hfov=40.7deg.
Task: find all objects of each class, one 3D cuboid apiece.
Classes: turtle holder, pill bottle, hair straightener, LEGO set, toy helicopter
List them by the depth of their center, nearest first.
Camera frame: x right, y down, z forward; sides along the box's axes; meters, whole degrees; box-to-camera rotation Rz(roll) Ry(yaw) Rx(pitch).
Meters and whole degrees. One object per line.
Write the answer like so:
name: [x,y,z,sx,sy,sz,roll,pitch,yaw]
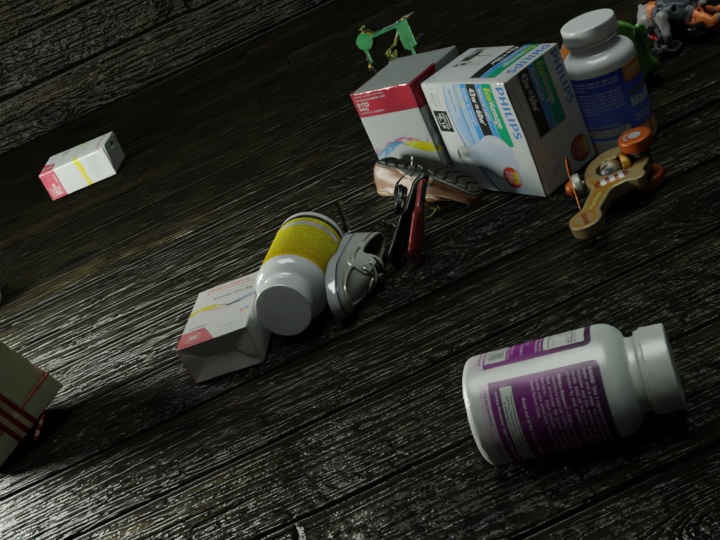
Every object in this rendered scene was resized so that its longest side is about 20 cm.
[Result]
pill bottle: [0.209,0.117,0.951,0.198,0.113,0.113,-16,26,19]
toy helicopter: [0.326,-0.110,1.329,0.131,0.079,0.200,-4,36,39]
pill bottle: [-0.092,0.005,1.439,0.111,0.113,0.201,-15,26,19]
pill bottle: [0.373,-0.286,1.473,0.111,0.202,0.112,-20,25,10]
hair straightener: [0.062,-0.093,1.494,0.076,0.041,0.202,-12,55,29]
turtle holder: [0.419,-0.360,1.649,0.185,0.142,0.131,-36,26,-19]
LEGO set: [0.087,-0.464,2.107,0.153,0.201,0.116,-29,14,24]

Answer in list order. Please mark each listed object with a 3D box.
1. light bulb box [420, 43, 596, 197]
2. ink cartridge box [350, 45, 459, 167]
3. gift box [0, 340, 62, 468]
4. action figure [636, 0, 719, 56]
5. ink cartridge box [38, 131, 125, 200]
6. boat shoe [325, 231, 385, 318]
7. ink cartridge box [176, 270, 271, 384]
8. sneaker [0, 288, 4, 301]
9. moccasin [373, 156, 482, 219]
light bulb box: [0.229,-0.235,1.510,0.124,0.200,0.199,-38,27,-23]
ink cartridge box: [0.109,-0.251,1.652,0.144,0.202,0.145,-1,33,45]
gift box: [-0.584,0.193,1.453,0.201,0.187,0.184,-54,34,-13]
action figure: [0.596,-0.473,1.755,0.191,0.106,0.201,0,36,26]
ink cartridge box: [-0.758,-0.288,2.653,0.198,0.084,0.146,-22,25,8]
boat shoe: [0.000,0.000,1.425,0.069,0.072,0.200,-12,24,18]
ink cartridge box: [-0.192,0.072,1.456,0.115,0.068,0.201,-19,26,14]
sneaker: [-0.832,0.049,2.091,0.198,0.067,0.091,-13,30,29]
moccasin: [0.107,-0.130,1.571,0.199,0.079,0.073,12,25,30]
